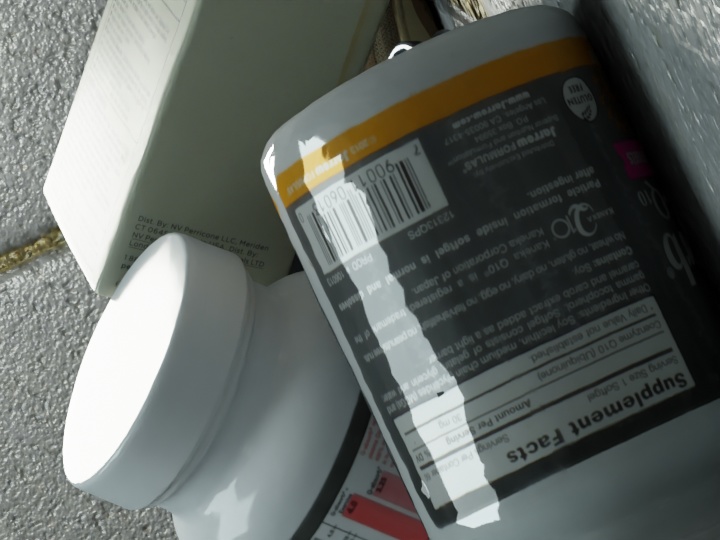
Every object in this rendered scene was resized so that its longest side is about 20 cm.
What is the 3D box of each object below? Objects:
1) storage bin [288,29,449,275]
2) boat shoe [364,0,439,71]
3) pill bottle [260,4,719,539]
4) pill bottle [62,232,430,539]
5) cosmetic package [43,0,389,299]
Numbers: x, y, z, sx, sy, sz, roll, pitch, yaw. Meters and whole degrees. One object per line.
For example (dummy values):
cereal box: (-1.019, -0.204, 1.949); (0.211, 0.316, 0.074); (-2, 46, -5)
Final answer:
storage bin: (0.000, 0.000, 1.207); (0.146, 0.134, 0.200); (107, 146, -41)
boat shoe: (-0.014, -0.134, 1.304); (0.071, 0.064, 0.200); (-122, 8, -63)
pill bottle: (0.057, 0.026, 0.957); (0.116, 0.116, 0.200); (99, 145, -83)
pill bottle: (0.005, 0.068, 1.051); (0.200, 0.116, 0.116); (24, -168, -20)
cosmetic package: (-0.044, -0.091, 1.088); (0.200, 0.071, 0.105); (-68, 24, 19)
